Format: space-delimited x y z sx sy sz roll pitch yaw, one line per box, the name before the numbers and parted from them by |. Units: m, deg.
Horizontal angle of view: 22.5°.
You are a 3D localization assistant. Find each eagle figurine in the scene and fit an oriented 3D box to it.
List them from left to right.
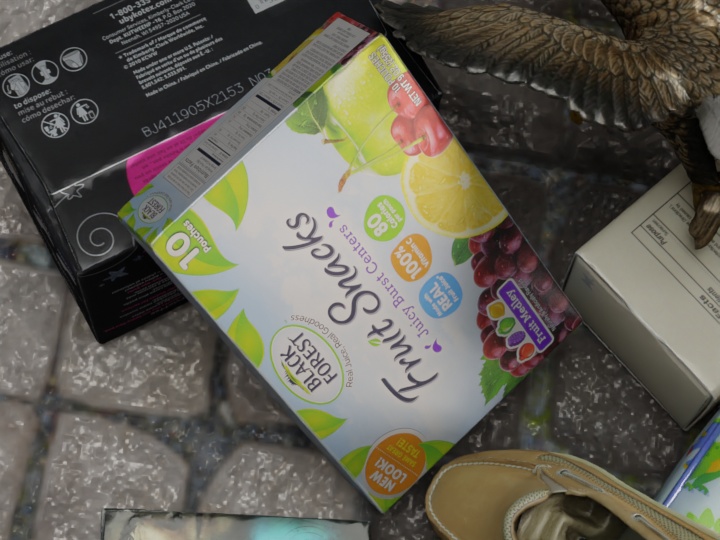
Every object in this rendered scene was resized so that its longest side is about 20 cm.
eagle figurine | 0.126 -0.110 0.867 0.200 0.151 0.152 46 30 -8

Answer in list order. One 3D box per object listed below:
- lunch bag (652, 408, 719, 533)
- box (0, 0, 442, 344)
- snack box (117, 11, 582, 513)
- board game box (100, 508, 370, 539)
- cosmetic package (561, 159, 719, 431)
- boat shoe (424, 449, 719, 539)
lunch bag | 0.237 0.151 0.873 0.200 0.082 0.161 35 74 10
box | -0.078 -0.074 0.924 0.200 0.115 0.132 -27 73 -13
snack box | 0.000 0.000 0.860 0.142 0.200 0.053 -43 33 -6
board game box | -0.066 0.217 0.869 0.135 0.028 0.201 3 71 -2
cosmetic package | 0.211 -0.022 0.937 0.200 0.071 0.105 -38 75 -13
boat shoe | 0.091 0.118 0.828 0.076 0.200 0.072 24 80 -39
